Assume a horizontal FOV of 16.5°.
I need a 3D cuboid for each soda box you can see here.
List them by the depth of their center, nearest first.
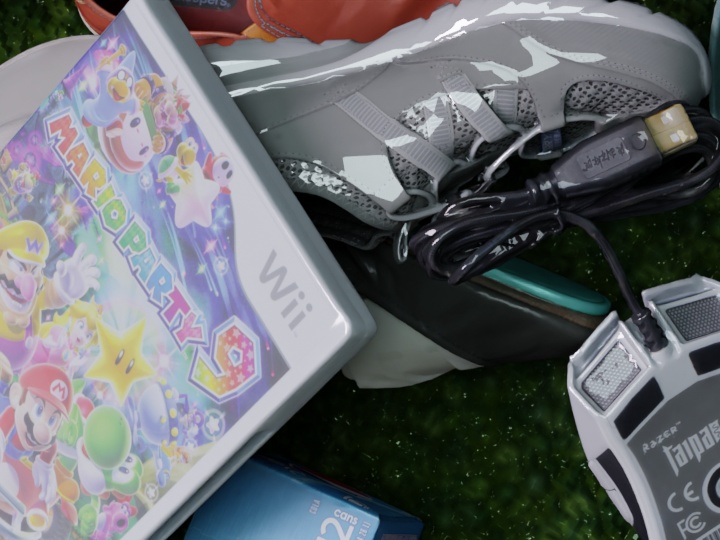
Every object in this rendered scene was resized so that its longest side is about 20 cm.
[{"bbox_3d":[-0.050,0.169,0.898,0.068,0.064,0.201,23,90,18],"label":"soda box"}]

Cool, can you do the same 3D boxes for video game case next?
[{"bbox_3d":[-0.096,0.025,0.847,0.200,0.018,0.144,-45,66,27],"label":"video game case"}]

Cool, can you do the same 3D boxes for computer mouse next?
[{"bbox_3d":[0.101,0.041,0.841,0.109,0.044,0.201,-31,115,-9],"label":"computer mouse"}]

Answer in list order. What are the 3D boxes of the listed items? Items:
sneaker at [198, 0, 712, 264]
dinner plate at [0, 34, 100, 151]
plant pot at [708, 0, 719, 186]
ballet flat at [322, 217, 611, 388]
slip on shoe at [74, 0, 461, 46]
[{"bbox_3d":[0.023,-0.040,0.850,0.199,0.075,0.083,-10,69,9],"label":"sneaker"},{"bbox_3d":[-0.118,0.010,0.924,0.199,0.024,0.202,-8,77,36],"label":"dinner plate"},{"bbox_3d":[0.214,-0.027,0.790,0.133,0.200,0.201,-19,77,-12],"label":"plant pot"},{"bbox_3d":[0.000,0.000,0.908,0.199,0.068,0.069,30,102,28],"label":"ballet flat"},{"bbox_3d":[-0.020,-0.104,0.924,0.199,0.061,0.075,8,84,16],"label":"slip on shoe"}]
